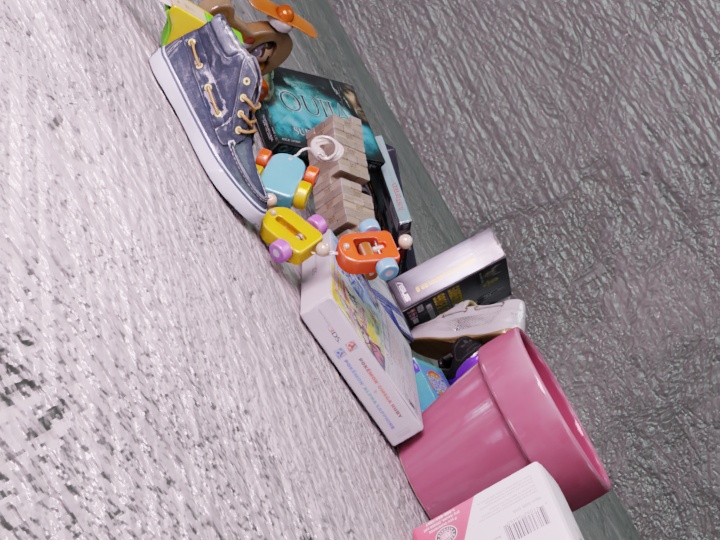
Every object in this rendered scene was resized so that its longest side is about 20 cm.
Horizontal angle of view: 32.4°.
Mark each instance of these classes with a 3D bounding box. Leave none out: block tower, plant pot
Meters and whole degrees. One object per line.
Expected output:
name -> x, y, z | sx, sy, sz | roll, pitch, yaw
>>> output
block tower -> -0.022, -0.097, 1.529 | 0.057, 0.054, 0.202 | 18, 54, -41
plant pot -> 0.145, 0.190, 1.333 | 0.201, 0.178, 0.200 | 56, 11, -16

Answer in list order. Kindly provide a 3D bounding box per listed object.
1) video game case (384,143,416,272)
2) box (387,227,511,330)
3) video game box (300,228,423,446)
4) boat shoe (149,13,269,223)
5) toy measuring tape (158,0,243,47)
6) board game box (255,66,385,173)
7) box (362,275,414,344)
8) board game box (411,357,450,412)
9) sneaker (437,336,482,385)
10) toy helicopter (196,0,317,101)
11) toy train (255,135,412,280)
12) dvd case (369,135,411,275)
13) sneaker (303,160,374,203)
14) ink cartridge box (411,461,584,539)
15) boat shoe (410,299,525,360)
video game case -> 0.046, -0.090, 1.842 | 0.143, 0.019, 0.203 | -136, -147, -73
box -> 0.128, 0.026, 1.716 | 0.049, 0.157, 0.200 | 63, 0, 18
video game box -> -0.001, 0.068, 1.353 | 0.183, 0.046, 0.200 | 58, 10, -19
boat shoe -> -0.126, -0.153, 1.236 | 0.202, 0.090, 0.071 | 60, 10, 1
toy measuring tape -> -0.205, -0.252, 1.285 | 0.199, 0.074, 0.074 | 26, 26, -30
board game box -> -0.063, -0.202, 1.630 | 0.199, 0.028, 0.137 | 5, 55, -47
box -> 0.000, 0.000, 1.595 | 0.202, 0.032, 0.121 | 65, 11, 23
board game box -> 0.110, 0.209, 1.498 | 0.202, 0.045, 0.152 | 63, 10, 17
sneaker -> 0.143, 0.153, 1.624 | 0.100, 0.069, 0.201 | 45, -28, 26
toy helicopter -> -0.132, -0.277, 1.452 | 0.080, 0.131, 0.200 | 62, 10, 17
toy train -> -0.042, -0.052, 1.305 | 0.056, 0.148, 0.201 | 106, -34, -45
dvd case -> 0.039, -0.078, 1.783 | 0.201, 0.022, 0.147 | 91, -17, -61
sneaker -> -0.031, -0.135, 1.718 | 0.201, 0.078, 0.078 | 54, 16, -35
ink cartridge box -> 0.148, 0.300, 1.123 | 0.085, 0.145, 0.201 | 51, 13, -41
boat shoe -> 0.143, 0.075, 1.647 | 0.071, 0.199, 0.070 | 36, 59, -36
